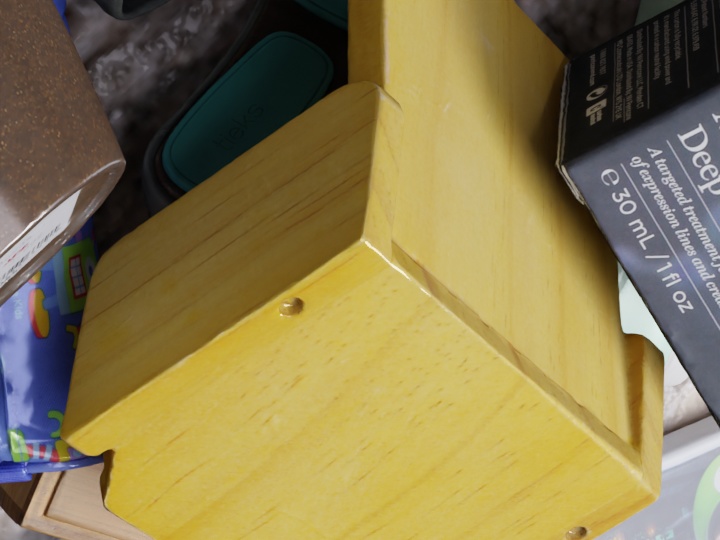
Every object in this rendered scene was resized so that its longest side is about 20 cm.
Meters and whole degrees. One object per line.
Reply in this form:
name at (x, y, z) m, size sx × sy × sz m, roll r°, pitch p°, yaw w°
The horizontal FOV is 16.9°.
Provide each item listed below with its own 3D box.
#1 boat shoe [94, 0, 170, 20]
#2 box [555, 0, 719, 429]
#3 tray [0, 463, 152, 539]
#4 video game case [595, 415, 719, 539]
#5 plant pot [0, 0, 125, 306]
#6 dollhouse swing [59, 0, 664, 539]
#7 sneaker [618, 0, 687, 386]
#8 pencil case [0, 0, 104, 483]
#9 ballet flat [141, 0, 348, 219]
boat shoe at (-0.021, -0.147, 0.860) m, size 0.199 × 0.057 × 0.069 m, roll -28°, pitch 159°, yaw -18°
box at (0.194, -0.043, 0.895) m, size 0.199 × 0.107 × 0.149 m, roll -28°, pitch 110°, yaw 18°
tray at (-0.039, 0.081, 0.989) m, size 0.199 × 0.037 × 0.099 m, roll 22°, pitch 95°, yaw -30°
video game case at (0.143, 0.164, 1.119) m, size 0.199 × 0.023 × 0.183 m, roll -20°, pitch 114°, yaw -21°
plant pot at (-0.172, -0.073, 0.738) m, size 0.187 × 0.187 × 0.200 m, roll -44°, pitch 89°, yaw -9°
dollhouse swing at (0.000, 0.000, 0.895) m, size 0.181 × 0.176 × 0.200 m, roll -33°, pitch 137°, yaw 18°
sneaker at (0.097, -0.050, 0.999) m, size 0.118 × 0.074 × 0.201 m, roll 3°, pitch 102°, yaw -25°
pencil case at (-0.134, -0.021, 0.867) m, size 0.078 × 0.087 × 0.201 m, roll -4°, pitch 103°, yaw 15°
ballet flat at (-0.016, -0.080, 0.936) m, size 0.200 × 0.067 × 0.064 m, roll -50°, pitch 165°, yaw -25°
